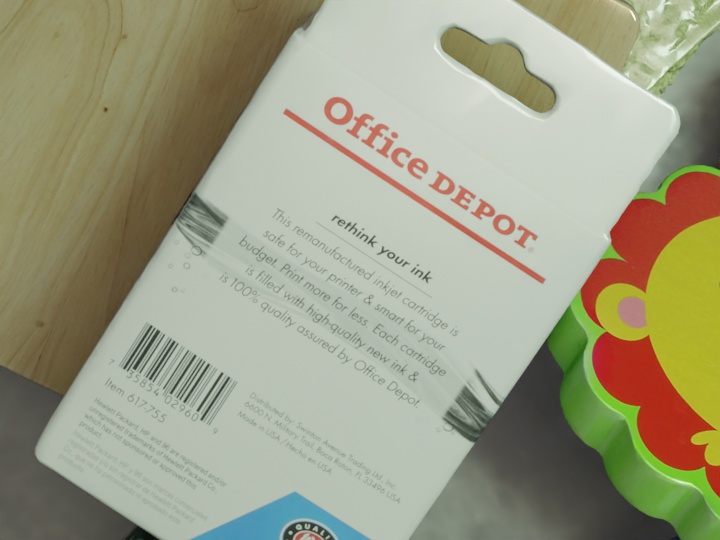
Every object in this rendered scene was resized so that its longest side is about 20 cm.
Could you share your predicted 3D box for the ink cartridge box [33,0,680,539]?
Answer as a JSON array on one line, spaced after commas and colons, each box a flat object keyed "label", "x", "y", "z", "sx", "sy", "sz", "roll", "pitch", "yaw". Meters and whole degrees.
[{"label": "ink cartridge box", "x": 0.000, "y": 0.000, "z": 0.741, "sx": 0.116, "sy": 0.068, "sz": 0.200, "roll": 33, "pitch": 103, "yaw": -3}]

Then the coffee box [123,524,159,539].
[{"label": "coffee box", "x": -0.015, "y": 0.166, "z": 0.789, "sx": 0.200, "sy": 0.123, "sz": 0.044, "roll": 42, "pitch": 87, "yaw": -2}]

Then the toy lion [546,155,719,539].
[{"label": "toy lion", "x": 0.170, "y": 0.027, "z": 0.797, "sx": 0.200, "sy": 0.069, "sz": 0.192, "roll": 29, "pitch": 57, "yaw": 3}]

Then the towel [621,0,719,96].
[{"label": "towel", "x": 0.069, "y": -0.123, "z": 0.858, "sx": 0.148, "sy": 0.036, "sz": 0.200, "roll": 41, "pitch": 85, "yaw": 0}]

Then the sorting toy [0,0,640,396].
[{"label": "sorting toy", "x": -0.037, "y": -0.044, "z": 0.805, "sx": 0.198, "sy": 0.070, "sz": 0.200, "roll": 26, "pitch": 102, "yaw": -1}]

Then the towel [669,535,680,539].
[{"label": "towel", "x": 0.138, "y": 0.189, "z": 0.816, "sx": 0.145, "sy": 0.024, "sz": 0.200, "roll": -31, "pitch": 90, "yaw": 25}]
